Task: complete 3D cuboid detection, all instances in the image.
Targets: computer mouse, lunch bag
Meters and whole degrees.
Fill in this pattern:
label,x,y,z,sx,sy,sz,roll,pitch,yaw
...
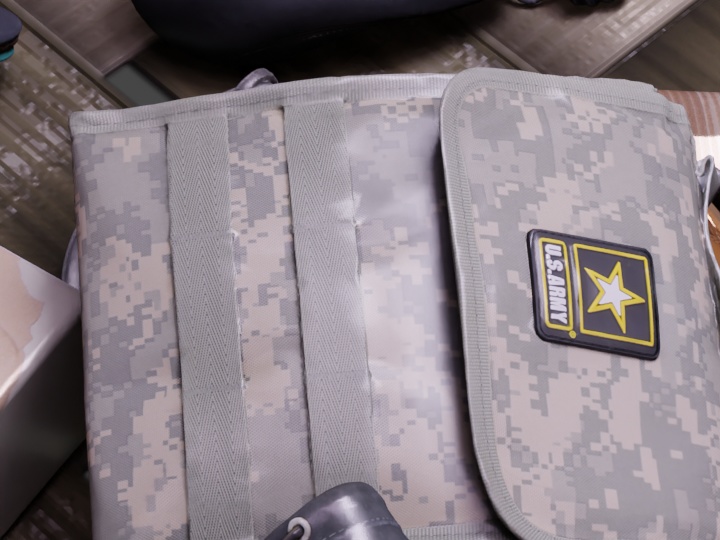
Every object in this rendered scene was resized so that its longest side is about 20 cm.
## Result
label,x,y,z,sx,sy,sz,roll,pitch,yaw
computer mouse,0.006,-0.142,1.092,0.199,0.053,0.139,-21,94,-16
lunch bag,0.019,0.029,0.891,0.199,0.118,0.165,-7,65,4

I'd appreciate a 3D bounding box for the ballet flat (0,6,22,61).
label,x,y,z,sx,sy,sz,roll,pitch,yaw
ballet flat,-0.222,-0.095,1.038,0.199,0.073,0.073,-9,54,-12

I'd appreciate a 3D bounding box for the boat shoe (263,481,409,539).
label,x,y,z,sx,sy,sz,roll,pitch,yaw
boat shoe,-0.046,0.126,0.823,0.068,0.200,0.057,3,58,-46

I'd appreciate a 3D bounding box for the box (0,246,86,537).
label,x,y,z,sx,sy,sz,roll,pitch,yaw
box,-0.176,0.075,0.911,0.095,0.078,0.200,27,54,14

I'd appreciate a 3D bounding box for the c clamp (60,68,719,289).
label,x,y,z,sx,sy,sz,roll,pitch,yaw
c clamp,0.000,0.000,0.983,0.199,0.027,0.171,29,89,20

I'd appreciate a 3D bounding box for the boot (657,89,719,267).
label,x,y,z,sx,sy,sz,roll,pitch,yaw
boot,0.085,0.023,0.991,0.154,0.077,0.201,-6,62,-4
